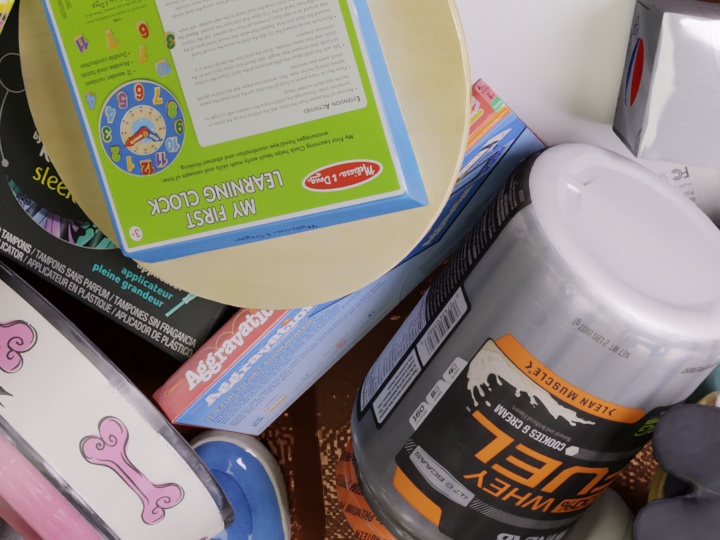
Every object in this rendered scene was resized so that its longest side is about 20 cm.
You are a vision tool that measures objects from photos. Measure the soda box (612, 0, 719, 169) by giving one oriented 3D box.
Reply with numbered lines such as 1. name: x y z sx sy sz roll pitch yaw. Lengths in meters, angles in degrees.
1. soda box: 0.219 -0.076 0.774 0.198 0.063 0.069 8 107 -4

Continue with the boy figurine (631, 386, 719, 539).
1. boy figurine: 0.158 0.117 0.780 0.064 0.200 0.125 11 77 16

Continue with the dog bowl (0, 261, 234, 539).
1. dog bowl: -0.155 0.075 0.813 0.200 0.200 0.074 45 73 -7

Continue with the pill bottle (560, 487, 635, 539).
1. pill bottle: 0.133 0.218 0.871 0.113 0.113 0.201 -31 101 16

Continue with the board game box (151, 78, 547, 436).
1. board game box: 0.000 0.000 0.784 0.200 0.103 0.019 -43 72 7

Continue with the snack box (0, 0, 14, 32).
1. snack box: -0.165 -0.206 0.738 0.053 0.200 0.143 18 112 -30

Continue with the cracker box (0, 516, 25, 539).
1. cracker box: -0.247 0.173 0.945 0.133 0.058 0.202 -10 105 13

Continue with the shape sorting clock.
1. shape sorting clock: -0.049 -0.079 0.689 0.199 0.039 0.202 8 110 22

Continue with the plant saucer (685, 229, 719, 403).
1. plant saucer: 0.237 0.048 0.799 0.198 0.036 0.201 9 134 9

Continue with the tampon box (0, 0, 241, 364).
1. tampon box: -0.078 -0.092 0.785 0.149 0.126 0.201 29 113 6

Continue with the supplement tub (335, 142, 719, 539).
1. supplement tub: 0.075 0.050 0.791 0.122 0.123 0.200 32 125 -2

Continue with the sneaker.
1. sneaker: -0.091 0.189 0.897 0.076 0.111 0.201 18 109 2

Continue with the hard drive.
1. hard drive: 0.103 -0.075 0.829 0.131 0.027 0.201 -14 106 13
